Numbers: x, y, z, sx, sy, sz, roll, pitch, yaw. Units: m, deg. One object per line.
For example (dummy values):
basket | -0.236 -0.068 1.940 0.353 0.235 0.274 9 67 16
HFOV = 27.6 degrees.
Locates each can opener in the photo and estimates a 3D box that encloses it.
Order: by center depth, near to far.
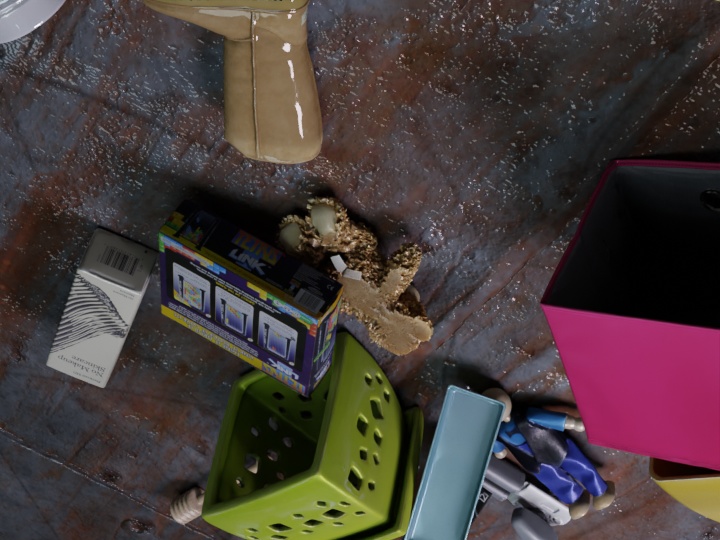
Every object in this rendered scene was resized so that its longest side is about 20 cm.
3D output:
can opener | 0.172 0.264 1.767 0.199 0.067 0.053 36 137 -13

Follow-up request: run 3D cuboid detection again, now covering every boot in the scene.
boot | -0.123 -0.193 1.375 0.173 0.067 0.201 11 139 9

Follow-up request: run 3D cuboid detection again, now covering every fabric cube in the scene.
fabric cube | 0.308 0.040 1.349 0.195 0.201 0.200 6 139 33

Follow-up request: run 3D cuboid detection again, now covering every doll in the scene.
doll | 0.211 0.203 1.695 0.200 0.049 0.136 43 134 -17

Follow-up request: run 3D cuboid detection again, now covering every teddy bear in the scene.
teddy bear | 0.000 0.000 1.550 0.199 0.067 0.145 32 128 -6

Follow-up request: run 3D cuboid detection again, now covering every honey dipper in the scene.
honey dipper | -0.182 0.284 1.931 0.038 0.038 0.199 37 133 -21

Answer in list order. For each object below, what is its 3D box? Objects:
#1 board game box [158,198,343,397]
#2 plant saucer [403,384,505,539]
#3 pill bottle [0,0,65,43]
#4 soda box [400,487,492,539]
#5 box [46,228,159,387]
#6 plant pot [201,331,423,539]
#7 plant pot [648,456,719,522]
board game box | -0.120 0.032 1.571 0.199 0.057 0.166 29 149 12
plant saucer | 0.107 0.232 1.662 0.069 0.019 0.202 18 101 13
pill bottle | -0.350 -0.308 1.293 0.113 0.115 0.201 -11 132 29
soda box | 0.099 0.307 1.784 0.063 0.071 0.200 35 155 8
box | -0.300 0.046 1.689 0.081 0.069 0.201 22 138 -6
plant pot | -0.043 0.221 1.699 0.199 0.200 0.181 -24 130 36
plant pot | 0.416 0.158 1.477 0.198 0.202 0.177 -7 142 26
